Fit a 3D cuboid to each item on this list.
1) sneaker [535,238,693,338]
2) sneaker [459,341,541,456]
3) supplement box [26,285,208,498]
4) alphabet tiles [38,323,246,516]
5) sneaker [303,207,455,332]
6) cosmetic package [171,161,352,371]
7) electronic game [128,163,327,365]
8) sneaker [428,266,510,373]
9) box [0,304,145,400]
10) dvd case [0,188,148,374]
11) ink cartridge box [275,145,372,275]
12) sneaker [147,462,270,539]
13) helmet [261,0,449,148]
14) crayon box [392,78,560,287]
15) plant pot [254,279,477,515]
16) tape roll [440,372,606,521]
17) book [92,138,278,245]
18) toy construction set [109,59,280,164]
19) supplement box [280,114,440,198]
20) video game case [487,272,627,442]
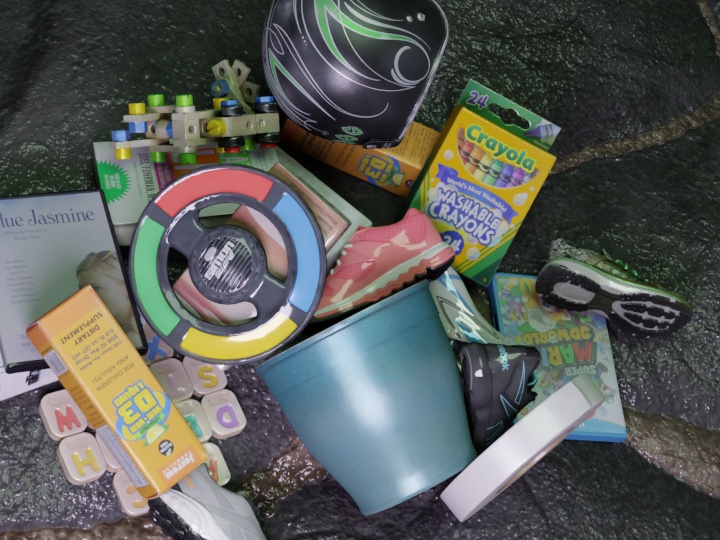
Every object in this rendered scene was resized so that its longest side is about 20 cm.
[{"bbox_3d":[0.300,0.010,1.883,0.199,0.077,0.089,21,46,-13],"label":"sneaker"},{"bbox_3d":[0.146,0.138,1.681,0.079,0.200,0.076,-11,60,-4],"label":"sneaker"},{"bbox_3d":[-0.229,0.116,1.523,0.066,0.069,0.201,-37,97,-24],"label":"supplement box"},{"bbox_3d":[-0.220,0.146,1.641,0.199,0.015,0.196,-15,68,-29],"label":"alphabet tiles"},{"bbox_3d":[0.000,0.000,1.756,0.199,0.074,0.087,-26,77,-5],"label":"sneaker"},{"bbox_3d":[-0.110,-0.005,1.666,0.103,0.087,0.200,39,94,1],"label":"cosmetic package"},{"bbox_3d":[-0.132,-0.006,1.603,0.199,0.042,0.201,0,91,4],"label":"electronic game"},{"bbox_3d":[0.091,0.051,1.789,0.072,0.072,0.200,-31,75,-40],"label":"sneaker"},{"bbox_3d":[-0.331,0.054,1.616,0.199,0.060,0.117,-19,63,-30],"label":"box"},{"bbox_3d":[-0.303,0.006,1.609,0.142,0.018,0.201,-7,58,-24],"label":"dvd case"},{"bbox_3d":[-0.111,-0.058,1.800,0.200,0.047,0.160,38,53,20],"label":"ink cartridge box"},{"bbox_3d":[-0.113,0.266,1.573,0.200,0.074,0.079,43,58,6],"label":"sneaker"},{"bbox_3d":[-0.017,-0.243,1.772,0.190,0.200,0.201,24,55,-8],"label":"helmet"},{"bbox_3d":[0.134,-0.099,1.832,0.125,0.052,0.201,27,96,-9],"label":"crayon box"},{"bbox_3d":[0.022,0.137,1.644,0.199,0.200,0.189,-25,86,-32],"label":"plant pot"},{"bbox_3d":[0.169,0.182,1.663,0.202,0.203,0.037,-32,77,-34],"label":"tape roll"},{"bbox_3d":[-0.185,-0.090,1.755,0.199,0.048,0.134,-5,48,-15],"label":"book"},{"bbox_3d":[-0.165,-0.164,1.749,0.200,0.130,0.093,-36,120,-49],"label":"toy construction set"},{"bbox_3d":[0.008,-0.151,1.881,0.199,0.067,0.069,21,55,-8],"label":"supplement box"},{"bbox_3d":[0.224,0.098,1.849,0.142,0.018,0.201,6,59,-20],"label":"video game case"}]
